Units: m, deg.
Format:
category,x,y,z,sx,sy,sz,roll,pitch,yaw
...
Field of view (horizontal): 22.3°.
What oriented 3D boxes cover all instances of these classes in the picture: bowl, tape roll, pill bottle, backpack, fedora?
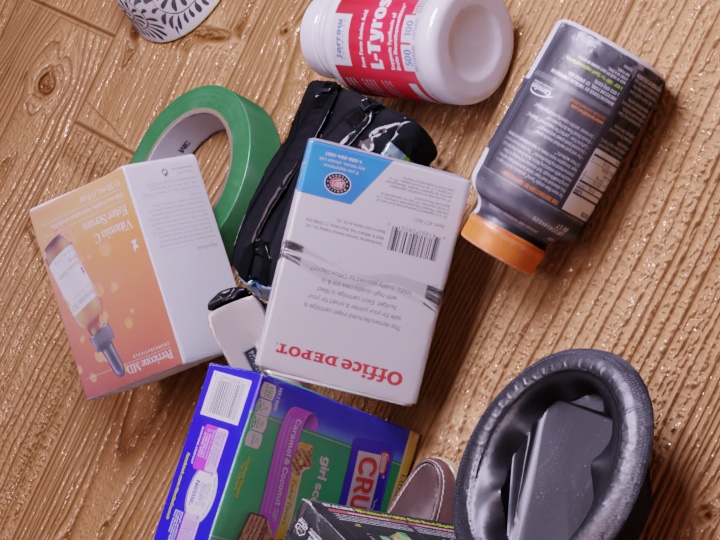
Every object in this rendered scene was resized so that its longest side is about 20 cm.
category,x,y,z,sx,sy,sz,roll,pitch,yaw
bowl,-0.229,-0.368,2.065,0.200,0.094,0.203,-21,58,38
tape roll,-0.168,-0.091,1.908,0.199,0.048,0.202,-21,59,39
pill bottle,0.161,-0.098,1.526,0.106,0.106,0.201,36,98,48
pill bottle,0.038,-0.216,1.704,0.199,0.112,0.113,11,80,48
backpack,-0.031,-0.052,1.693,0.163,0.154,0.200,24,70,44
fedora,0.165,0.165,1.408,0.200,0.091,0.202,-25,48,31

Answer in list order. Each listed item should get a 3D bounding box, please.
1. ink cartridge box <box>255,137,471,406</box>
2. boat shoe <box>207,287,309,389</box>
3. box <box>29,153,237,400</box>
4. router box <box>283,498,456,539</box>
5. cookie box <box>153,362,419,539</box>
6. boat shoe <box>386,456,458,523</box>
category,x,y,z,sx,sy,sz,roll,pitch,yaw
ink cartridge box,0.000,0.000,1.583,0.084,0.145,0.202,-117,42,-83
boat shoe,-0.077,0.112,1.713,0.074,0.093,0.202,-21,81,8
box,-0.218,0.007,1.812,0.152,0.106,0.202,-21,85,38
router box,0.053,0.250,1.404,0.150,0.199,0.063,40,108,47
cookie box,-0.061,0.188,1.553,0.075,0.199,0.173,11,80,46
boat shoe,0.025,0.248,1.532,0.072,0.072,0.202,22,89,48
